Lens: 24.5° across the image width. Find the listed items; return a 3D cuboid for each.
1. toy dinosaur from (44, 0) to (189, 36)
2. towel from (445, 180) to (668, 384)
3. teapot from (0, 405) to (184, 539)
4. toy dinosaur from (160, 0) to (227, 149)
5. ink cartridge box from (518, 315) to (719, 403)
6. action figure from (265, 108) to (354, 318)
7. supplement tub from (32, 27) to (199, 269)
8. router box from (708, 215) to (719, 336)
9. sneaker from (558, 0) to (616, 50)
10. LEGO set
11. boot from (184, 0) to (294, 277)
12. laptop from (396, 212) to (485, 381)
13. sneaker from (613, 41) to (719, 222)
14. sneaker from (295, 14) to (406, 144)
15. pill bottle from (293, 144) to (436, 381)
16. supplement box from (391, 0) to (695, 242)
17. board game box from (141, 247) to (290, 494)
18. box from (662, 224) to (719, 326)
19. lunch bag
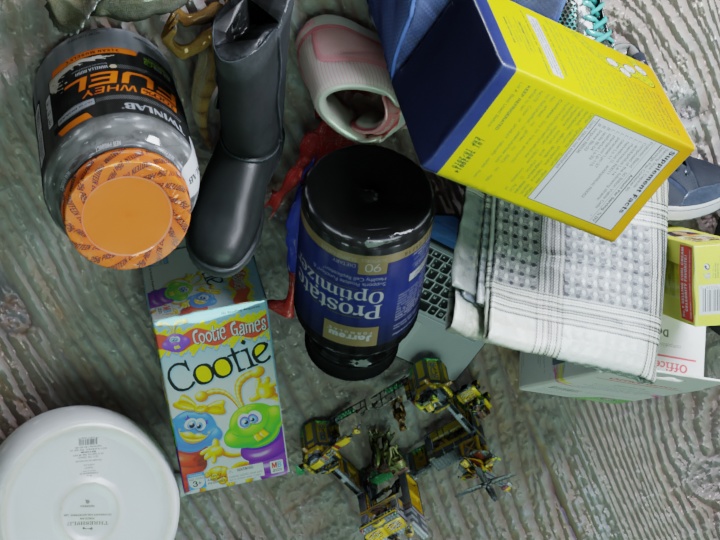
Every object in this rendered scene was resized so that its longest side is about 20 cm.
[{"bbox_3d":[-0.171,-0.222,1.285,0.198,0.103,0.078,-5,125,-11],"label":"toy dinosaur"},{"bbox_3d":[0.171,-0.016,1.403,0.198,0.195,0.035,14,161,-16],"label":"towel"},{"bbox_3d":[-0.272,0.215,1.539,0.200,0.146,0.198,47,74,-18],"label":"teapot"},{"bbox_3d":[-0.116,-0.183,1.354,0.105,0.061,0.201,21,116,-28],"label":"toy dinosaur"},{"bbox_3d":[0.244,0.078,1.554,0.116,0.200,0.068,10,77,-22],"label":"ink cartridge box"},{"bbox_3d":[-0.045,-0.061,1.457,0.065,0.052,0.202,-7,119,-41],"label":"action figure"},{"bbox_3d":[-0.193,-0.096,1.305,0.121,0.201,0.124,-8,126,-11],"label":"supplement tub"},{"bbox_3d":[0.419,-0.025,1.574,0.198,0.062,0.151,-10,129,-32],"label":"router box"},{"bbox_3d":[0.184,-0.199,1.390,0.077,0.091,0.202,-19,129,-47],"label":"sneaker"},{"bbox_3d":[0.042,0.192,1.608,0.198,0.116,0.154,-24,130,11],"label":"LEGO set"},{"bbox_3d":[-0.095,-0.113,1.309,0.065,0.166,0.201,13,149,-1],"label":"boot"},{"bbox_3d":[0.085,0.030,1.521,0.186,0.116,0.201,25,114,-28],"label":"laptop"},{"bbox_3d":[0.261,-0.125,1.488,0.200,0.077,0.147,4,125,-17],"label":"sneaker"},{"bbox_3d":[0.040,-0.141,1.393,0.198,0.105,0.076,15,130,-23],"label":"sneaker"},{"bbox_3d":[0.000,0.000,1.399,0.110,0.113,0.201,-7,141,-11],"label":"pill bottle"},{"bbox_3d":[0.141,-0.121,1.289,0.198,0.110,0.109,19,126,-31],"label":"supplement box"},{"bbox_3d":[-0.131,0.087,1.508,0.102,0.105,0.202,-10,125,-7],"label":"board game box"},{"bbox_3d":[0.282,0.000,1.497,0.050,0.200,0.076,-4,99,-13],"label":"box"},{"bbox_3d":[0.085,-0.250,1.318,0.134,0.133,0.201,3,132,-20],"label":"lunch bag"}]
